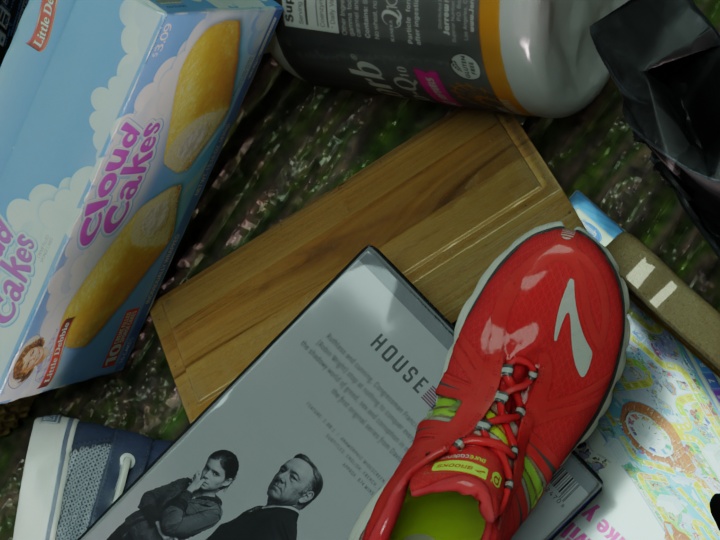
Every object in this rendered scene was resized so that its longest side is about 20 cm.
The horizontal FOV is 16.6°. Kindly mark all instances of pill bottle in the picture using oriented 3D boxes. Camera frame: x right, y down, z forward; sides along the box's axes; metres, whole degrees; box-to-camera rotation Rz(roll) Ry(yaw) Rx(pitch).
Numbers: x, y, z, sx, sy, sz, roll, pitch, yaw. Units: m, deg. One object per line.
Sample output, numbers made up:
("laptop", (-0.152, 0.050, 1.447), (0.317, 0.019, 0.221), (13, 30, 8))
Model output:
("pill bottle", (0.020, -0.140, 1.167), (0.199, 0.116, 0.117), (10, 76, 31))

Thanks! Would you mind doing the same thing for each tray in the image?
("tray", (0.000, 0.000, 1.158), (0.199, 0.037, 0.099), (-32, 37, 3))

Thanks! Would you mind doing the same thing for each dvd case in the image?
("dvd case", (-0.013, 0.112, 1.102), (0.200, 0.025, 0.150), (-45, 89, 5))

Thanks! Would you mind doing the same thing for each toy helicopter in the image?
("toy helicopter", (0.166, 0.046, 1.039), (0.079, 0.132, 0.200), (-47, 56, 2))

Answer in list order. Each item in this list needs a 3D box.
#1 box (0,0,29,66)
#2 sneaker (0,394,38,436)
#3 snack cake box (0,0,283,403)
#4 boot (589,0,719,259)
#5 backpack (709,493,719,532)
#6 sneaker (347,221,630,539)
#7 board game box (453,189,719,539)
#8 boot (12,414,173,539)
("box", (-0.159, -0.136, 1.179), (0.049, 0.199, 0.202), (10, 77, 16))
("sneaker", (-0.256, 0.057, 1.213), (0.198, 0.075, 0.091), (-18, 70, 7))
("snack cake box", (-0.124, -0.046, 1.127), (0.067, 0.115, 0.201), (32, 109, 17))
("boot", (0.178, -0.028, 1.054), (0.066, 0.200, 0.165), (-44, 68, -2))
("backpack", (0.156, 0.224, 0.990), (0.200, 0.154, 0.191), (42, 70, 5))
("sneaker", (0.056, 0.076, 1.039), (0.077, 0.085, 0.201), (26, 96, 2))
("board game box", (0.127, 0.078, 1.125), (0.135, 0.034, 0.200), (-46, 68, -2))
("boot", (-0.122, 0.172, 1.147), (0.089, 0.073, 0.202), (9, 86, -2))
